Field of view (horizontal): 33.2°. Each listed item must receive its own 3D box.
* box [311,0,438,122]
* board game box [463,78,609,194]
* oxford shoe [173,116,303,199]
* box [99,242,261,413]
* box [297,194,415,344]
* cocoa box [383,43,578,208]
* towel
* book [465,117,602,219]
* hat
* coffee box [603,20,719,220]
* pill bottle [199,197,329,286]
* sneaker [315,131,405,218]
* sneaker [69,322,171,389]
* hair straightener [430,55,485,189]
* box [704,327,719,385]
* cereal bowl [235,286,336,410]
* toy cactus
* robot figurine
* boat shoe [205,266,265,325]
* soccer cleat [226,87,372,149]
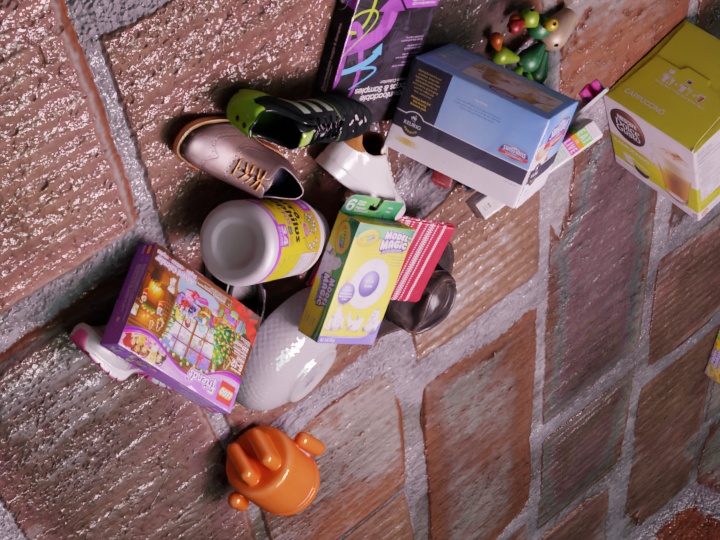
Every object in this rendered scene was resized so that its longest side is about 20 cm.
[{"bbox_3d":[0.018,-0.275,1.514,0.143,0.036,0.200,-15,137,-40],"label":"box"},{"bbox_3d":[0.249,-0.195,1.770,0.200,0.026,0.200,-40,-175,-13],"label":"board game box"},{"bbox_3d":[-0.139,-0.131,1.445,0.200,0.073,0.071,12,115,-53],"label":"oxford shoe"},{"bbox_3d":[-0.216,0.074,1.489,0.200,0.039,0.137,39,58,-41],"label":"box"},{"bbox_3d":[0.000,0.000,1.612,0.117,0.048,0.200,5,108,-47],"label":"box"},{"bbox_3d":[0.159,-0.194,1.581,0.133,0.200,0.131,-35,148,-58],"label":"cocoa box"},{"bbox_3d":[0.031,-0.023,1.756,0.200,0.022,0.145,8,120,-32],"label":"towel"},{"bbox_3d":[0.244,-0.145,1.724,0.200,0.048,0.134,-35,-176,3],"label":"book"},{"bbox_3d":[0.095,0.047,1.892,0.200,0.081,0.201,-31,144,-25],"label":"hat"},{"bbox_3d":[0.552,-0.250,2.007,0.200,0.200,0.198,-42,146,-9],"label":"coffee box"},{"bbox_3d":[-0.112,-0.041,1.518,0.104,0.104,0.200,-59,164,17],"label":"pill bottle"},{"bbox_3d":[0.023,-0.133,1.630,0.085,0.073,0.200,-52,148,3],"label":"sneaker"},{"bbox_3d":[-0.282,0.085,1.507,0.088,0.081,0.200,-57,153,6],"label":"sneaker"},{"bbox_3d":[0.153,-0.218,1.741,0.077,0.041,0.200,-39,147,-55],"label":"hair straightener"},{"bbox_3d":[0.994,0.186,3.039,0.192,0.122,0.200,-28,142,-27],"label":"box"},{"bbox_3d":[-0.094,0.122,1.698,0.200,0.083,0.200,-47,165,-17],"label":"cereal bowl"},{"bbox_3d":[0.258,-0.313,1.713,0.165,0.102,0.200,-48,143,-22],"label":"toy cactus"},{"bbox_3d":[-0.136,0.313,1.870,0.200,0.116,0.144,51,55,-56],"label":"robot figurine"},{"bbox_3d":[-0.158,0.048,1.619,0.074,0.060,0.200,-31,143,-24],"label":"boat shoe"},{"bbox_3d":[-0.066,-0.174,1.445,0.200,0.081,0.068,0,127,-33],"label":"soccer cleat"}]
